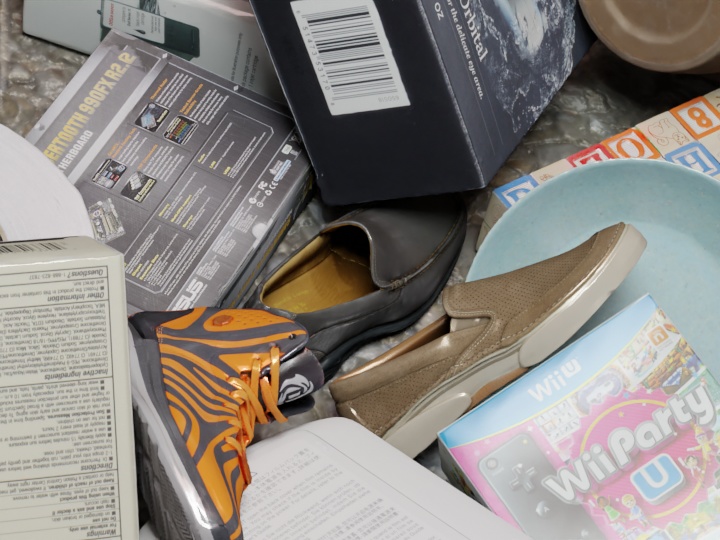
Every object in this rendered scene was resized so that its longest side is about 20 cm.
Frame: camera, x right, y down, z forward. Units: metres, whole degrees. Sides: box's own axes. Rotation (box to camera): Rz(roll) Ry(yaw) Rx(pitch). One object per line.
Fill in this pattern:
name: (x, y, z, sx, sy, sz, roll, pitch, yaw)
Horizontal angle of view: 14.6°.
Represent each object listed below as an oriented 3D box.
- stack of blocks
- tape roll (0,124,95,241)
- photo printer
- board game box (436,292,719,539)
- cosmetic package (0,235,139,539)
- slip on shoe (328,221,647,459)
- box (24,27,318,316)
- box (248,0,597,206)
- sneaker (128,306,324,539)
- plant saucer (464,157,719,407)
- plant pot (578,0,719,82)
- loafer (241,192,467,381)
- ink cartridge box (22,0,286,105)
stack of blocks: (0.186, -0.027, 1.724, 0.200, 0.059, 0.115, -24, 59, -28)
tape roll: (-0.243, 0.012, 1.559, 0.200, 0.066, 0.201, 1, 67, -1)
photo printer: (-0.016, 0.163, 1.491, 0.166, 0.070, 0.200, -32, 46, -32)
board game box: (0.156, 0.136, 1.531, 0.147, 0.064, 0.200, -33, 68, -8)
cosmetic package: (-0.174, 0.088, 1.458, 0.103, 0.200, 0.087, -4, 8, -18)
slip on shoe: (0.070, 0.031, 1.578, 0.061, 0.200, 0.076, 50, 16, -4)
box: (-0.129, -0.040, 1.676, 0.158, 0.048, 0.200, 24, 50, 10)
box: (0.034, -0.175, 1.690, 0.117, 0.197, 0.200, -5, 29, 31)
sneaker: (-0.067, 0.077, 1.487, 0.112, 0.078, 0.200, -12, 41, -13)
plant saucer: (0.157, 0.034, 1.623, 0.201, 0.201, 0.039, 18, 6, 4)
plant pot: (0.218, -0.201, 1.754, 0.200, 0.200, 0.175, 33, 30, 16)
loafer: (0.000, 0.000, 1.654, 0.073, 0.072, 0.200, 33, 51, 17)
ink cartridge box: (-0.099, -0.193, 1.788, 0.200, 0.083, 0.147, 20, 50, 4)
